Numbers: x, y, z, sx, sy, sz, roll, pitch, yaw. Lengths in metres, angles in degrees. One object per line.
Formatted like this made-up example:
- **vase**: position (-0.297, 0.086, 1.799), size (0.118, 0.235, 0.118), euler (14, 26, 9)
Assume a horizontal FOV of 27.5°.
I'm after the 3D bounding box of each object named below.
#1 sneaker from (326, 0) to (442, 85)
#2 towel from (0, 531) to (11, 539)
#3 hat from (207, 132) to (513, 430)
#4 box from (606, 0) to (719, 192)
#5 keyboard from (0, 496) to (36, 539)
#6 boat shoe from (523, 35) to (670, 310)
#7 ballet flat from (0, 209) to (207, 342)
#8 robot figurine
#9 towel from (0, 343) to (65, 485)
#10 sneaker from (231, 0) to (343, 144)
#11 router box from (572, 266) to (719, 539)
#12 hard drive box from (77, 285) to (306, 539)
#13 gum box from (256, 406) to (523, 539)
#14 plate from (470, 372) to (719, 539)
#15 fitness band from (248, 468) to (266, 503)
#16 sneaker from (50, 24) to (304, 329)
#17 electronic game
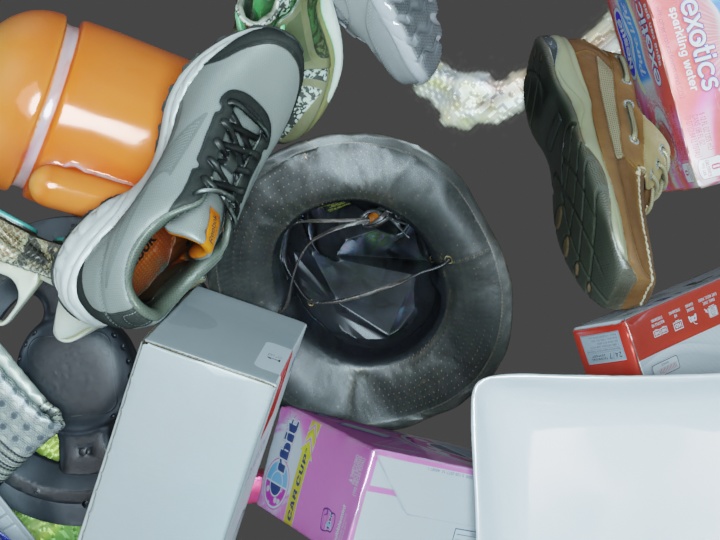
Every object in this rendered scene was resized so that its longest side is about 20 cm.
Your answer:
- **sneaker**: position (-0.022, -0.199, 0.951), size (0.082, 0.075, 0.200), euler (-32, 99, 32)
- **towel**: position (-0.279, 0.172, 0.894), size (0.200, 0.050, 0.148), euler (40, 133, -11)
- **hat**: position (0.000, 0.000, 0.931), size (0.200, 0.081, 0.201), euler (1, 111, 2)
- **box**: position (0.223, -0.159, 0.941), size (0.102, 0.095, 0.201), euler (-16, 92, -3)
- **keyboard**: position (-0.243, 0.160, 0.919), size (0.056, 0.011, 0.200), euler (-26, 117, 10)
- **boat shoe**: position (0.157, -0.070, 0.914), size (0.074, 0.076, 0.200), euler (-1, 56, -12)
- **ballet flat**: position (-0.195, 0.000, 0.883), size (0.199, 0.068, 0.076), euler (18, 84, -1)
- **robot figurine**: position (-0.158, -0.089, 0.901), size (0.199, 0.117, 0.144), euler (19, 73, -17)
- **towel**: position (-0.314, 0.080, 0.928), size (0.192, 0.035, 0.200), euler (-41, 94, 17)
- **sneaker**: position (-0.057, -0.157, 0.890), size (0.077, 0.089, 0.200), euler (18, 129, 17)
- **router box**: position (0.242, 0.089, 0.923), size (0.200, 0.049, 0.180), euler (-20, 93, -35)
- **hard drive box**: position (-0.104, 0.125, 0.845), size (0.077, 0.156, 0.201), euler (18, 101, 1)
- **gum box**: position (0.054, 0.142, 0.892), size (0.200, 0.113, 0.066), euler (16, 90, -30)
- **plate**: position (0.161, 0.156, 0.831), size (0.199, 0.032, 0.201), euler (-1, 92, -1)
- **fitness band**: position (-0.037, 0.217, 0.961), size (0.200, 0.037, 0.144), euler (33, 89, -4)
- **sneaker**: position (-0.086, -0.048, 0.821), size (0.074, 0.079, 0.200), euler (42, 74, -37)
- **electronic game**: position (-0.181, 0.065, 0.947), size (0.199, 0.042, 0.201), euler (0, 94, 5)
